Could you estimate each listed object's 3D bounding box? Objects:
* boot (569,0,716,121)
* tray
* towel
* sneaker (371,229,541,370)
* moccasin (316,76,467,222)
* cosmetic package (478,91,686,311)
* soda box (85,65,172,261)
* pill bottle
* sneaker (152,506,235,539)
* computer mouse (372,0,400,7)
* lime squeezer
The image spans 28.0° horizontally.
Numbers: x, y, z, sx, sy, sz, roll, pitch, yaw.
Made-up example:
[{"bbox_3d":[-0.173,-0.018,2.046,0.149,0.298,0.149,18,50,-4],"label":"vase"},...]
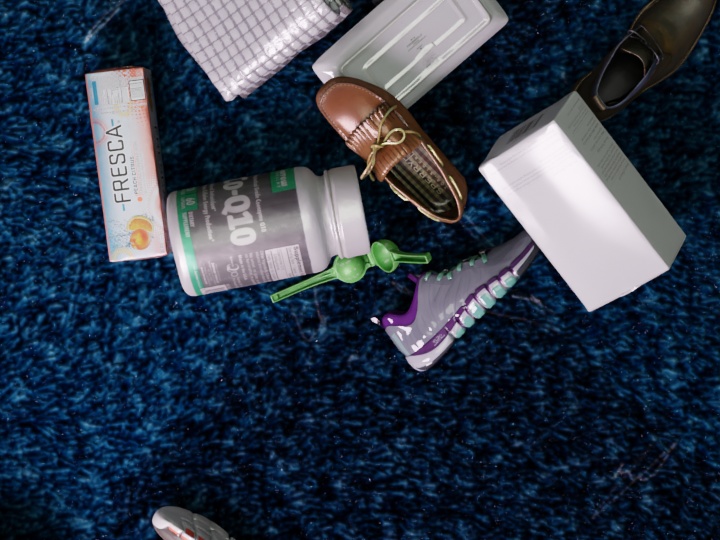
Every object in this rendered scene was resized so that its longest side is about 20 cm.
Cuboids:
[{"bbox_3d":[0.306,-0.229,1.508,0.075,0.097,0.200,44,93,-4],"label":"boot"},{"bbox_3d":[0.056,-0.240,1.522,0.200,0.022,0.107,-41,111,-1],"label":"tray"},{"bbox_3d":[-0.124,-0.300,1.482,0.165,0.086,0.200,-33,91,27],"label":"towel"},{"bbox_3d":[0.104,0.012,1.540,0.088,0.074,0.200,44,94,1],"label":"sneaker"},{"bbox_3d":[0.033,-0.123,1.498,0.074,0.078,0.201,-36,113,15],"label":"moccasin"},{"bbox_3d":[0.232,-0.070,1.501,0.113,0.081,0.200,-30,104,38],"label":"cosmetic package"},{"bbox_3d":[-0.243,-0.112,1.522,0.063,0.068,0.201,-6,94,0],"label":"soda box"},{"bbox_3d":[-0.095,-0.046,1.509,0.199,0.113,0.114,-11,95,0],"label":"pill bottle"},{"bbox_3d":[-0.156,0.339,1.563,0.200,0.077,0.082,39,100,-3],"label":"sneaker"},{"bbox_3d":[0.030,-0.266,1.537,0.058,0.034,0.201,15,100,-18],"label":"computer mouse"},{"bbox_3d":[0.000,0.000,1.542,0.199,0.071,0.038,-14,122,30],"label":"lime squeezer"}]
